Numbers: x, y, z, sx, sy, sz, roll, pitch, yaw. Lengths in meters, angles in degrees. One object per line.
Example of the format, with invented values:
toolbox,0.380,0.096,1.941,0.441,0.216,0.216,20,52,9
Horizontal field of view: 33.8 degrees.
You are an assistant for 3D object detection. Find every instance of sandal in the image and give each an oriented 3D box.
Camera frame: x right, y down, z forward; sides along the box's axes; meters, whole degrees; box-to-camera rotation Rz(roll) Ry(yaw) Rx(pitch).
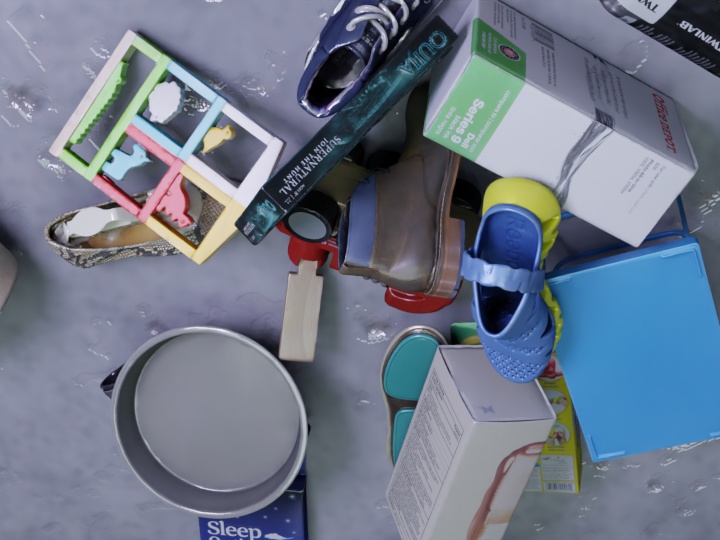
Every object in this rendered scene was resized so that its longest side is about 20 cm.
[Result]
sandal,0.115,0.024,0.950,0.079,0.087,0.201,11,138,24

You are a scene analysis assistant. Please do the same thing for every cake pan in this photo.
cake pan,-0.146,0.145,1.166,0.199,0.037,0.202,3,106,9

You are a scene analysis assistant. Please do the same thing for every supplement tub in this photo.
supplement tub,0.266,-0.222,0.897,0.199,0.123,0.123,27,121,-9

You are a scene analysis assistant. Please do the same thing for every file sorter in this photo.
file sorter,0.247,0.045,1.063,0.138,0.123,0.201,-15,119,16

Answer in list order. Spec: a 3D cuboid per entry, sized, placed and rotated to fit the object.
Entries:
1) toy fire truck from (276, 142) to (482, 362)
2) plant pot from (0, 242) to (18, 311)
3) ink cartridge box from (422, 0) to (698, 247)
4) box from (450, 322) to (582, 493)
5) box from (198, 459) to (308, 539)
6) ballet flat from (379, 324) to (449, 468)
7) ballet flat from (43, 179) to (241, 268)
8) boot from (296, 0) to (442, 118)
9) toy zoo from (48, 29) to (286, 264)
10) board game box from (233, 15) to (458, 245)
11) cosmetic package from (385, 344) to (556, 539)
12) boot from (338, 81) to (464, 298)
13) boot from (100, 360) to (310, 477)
toy fire truck,0.000,0.000,1.085,0.175,0.129,0.200,21,146,-1
plant pot,-0.426,-0.014,1.092,0.200,0.201,0.183,-32,124,23
ink cartridge box,0.159,-0.123,0.957,0.199,0.146,0.084,27,120,-9
box,0.154,0.128,1.165,0.117,0.048,0.201,0,123,16
box,-0.118,0.280,1.308,0.120,0.032,0.201,3,121,6
ballet flat,0.052,0.115,1.162,0.069,0.070,0.201,8,128,2
ballet flat,-0.202,-0.045,1.091,0.199,0.075,0.068,-12,74,16
boot,0.022,-0.208,0.956,0.073,0.091,0.200,33,120,-12
toy zoo,-0.156,-0.098,1.032,0.200,0.020,0.132,37,98,3
board game box,-0.014,-0.108,0.941,0.028,0.135,0.200,45,73,-4
cosmetic package,0.098,0.176,1.110,0.087,0.104,0.201,1,130,-20
boot,0.029,-0.076,0.973,0.096,0.201,0.075,5,151,-14
boot,-0.160,0.143,1.213,0.199,0.070,0.132,-14,110,7
